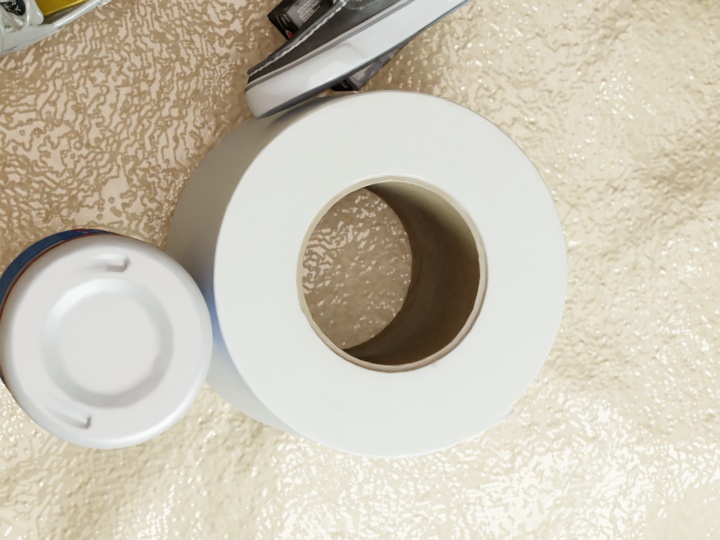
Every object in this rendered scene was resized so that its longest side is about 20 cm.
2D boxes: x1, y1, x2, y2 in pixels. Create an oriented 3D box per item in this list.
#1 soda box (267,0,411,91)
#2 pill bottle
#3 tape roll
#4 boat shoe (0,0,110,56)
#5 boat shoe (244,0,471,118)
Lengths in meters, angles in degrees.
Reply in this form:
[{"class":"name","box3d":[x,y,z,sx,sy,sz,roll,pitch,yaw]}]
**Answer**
[{"class":"soda box","box3d":[0.042,-0.192,1.598,0.200,0.071,0.063,-43,100,-6]},{"class":"pill bottle","box3d":[-0.146,0.033,1.505,0.112,0.200,0.112,-1,93,-11]},{"class":"tape roll","box3d":[0.000,0.000,1.557,0.202,0.139,0.203,-1,93,-16]},{"class":"boat shoe","box3d":[-0.194,-0.153,1.542,0.202,0.086,0.075,-20,97,-3]},{"class":"boat shoe","box3d":[0.012,-0.158,1.525,0.200,0.070,0.066,-33,91,-7]}]
